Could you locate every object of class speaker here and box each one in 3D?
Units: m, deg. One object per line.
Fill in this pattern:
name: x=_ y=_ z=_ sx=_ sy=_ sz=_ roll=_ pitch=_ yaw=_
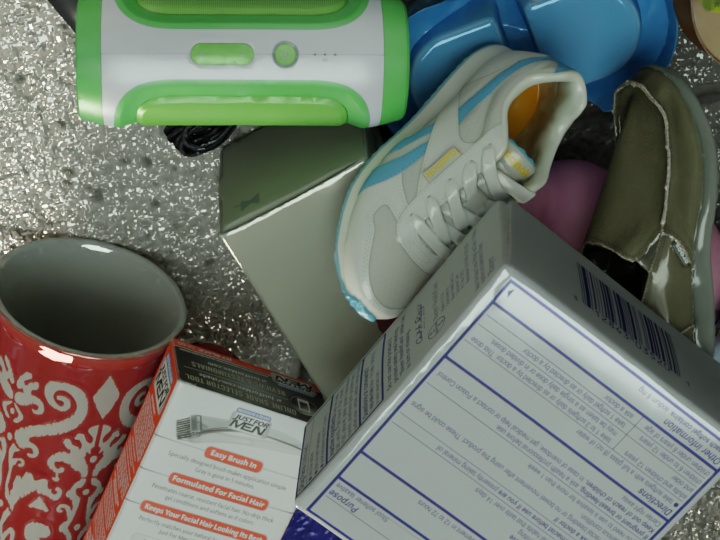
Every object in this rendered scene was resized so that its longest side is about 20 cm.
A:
speaker: x=-0.072 y=-0.129 z=1.209 sx=0.198 sy=0.089 sz=0.089 roll=0 pitch=119 yaw=-5

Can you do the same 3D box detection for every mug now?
mug: x=-0.185 y=0.107 z=1.356 sx=0.177 sy=0.133 sz=0.201 roll=27 pitch=123 yaw=15

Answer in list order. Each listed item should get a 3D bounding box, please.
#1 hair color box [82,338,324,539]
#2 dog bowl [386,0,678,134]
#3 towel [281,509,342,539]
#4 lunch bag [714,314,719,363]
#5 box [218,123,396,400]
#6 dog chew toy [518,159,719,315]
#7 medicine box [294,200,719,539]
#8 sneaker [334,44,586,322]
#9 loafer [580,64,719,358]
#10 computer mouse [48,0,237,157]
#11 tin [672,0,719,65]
hair color box: x=-0.109 y=0.157 z=1.299 sx=0.110 sy=0.064 sz=0.201 roll=19 pitch=111 yaw=-19
dog bowl: x=0.104 y=-0.146 z=1.281 sx=0.198 sy=0.050 sz=0.112 roll=-20 pitch=118 yaw=8
towel: x=-0.104 y=0.220 z=1.391 sx=0.200 sy=0.050 sz=0.148 roll=-42 pitch=114 yaw=10
lunch bag: x=0.316 y=0.034 z=1.324 sx=0.124 sy=0.200 sz=0.170 roll=46 pitch=112 yaw=16
box: x=0.000 y=0.000 z=1.313 sx=0.108 sy=0.128 sz=0.201 roll=-26 pitch=117 yaw=10
dog chew toy: x=0.143 y=-0.015 z=1.306 sx=0.199 sy=0.125 sz=0.125 roll=22 pitch=116 yaw=-22
medicine box: x=0.091 y=0.098 z=1.166 sx=0.182 sy=0.103 sz=0.200 roll=36 pitch=110 yaw=-13
sneaker: x=0.059 y=-0.055 z=1.201 sx=0.077 sy=0.081 sz=0.201 roll=44 pitch=73 yaw=-33
loafer: x=0.175 y=-0.027 z=1.219 sx=0.069 sy=0.075 sz=0.202 roll=-3 pitch=86 yaw=-22
computer mouse: x=-0.130 y=-0.165 z=1.258 sx=0.138 sy=0.053 sz=0.200 roll=-41 pitch=113 yaw=19
tin: x=0.284 y=-0.164 z=1.260 sx=0.199 sy=0.042 sz=0.113 roll=24 pitch=99 yaw=-28
